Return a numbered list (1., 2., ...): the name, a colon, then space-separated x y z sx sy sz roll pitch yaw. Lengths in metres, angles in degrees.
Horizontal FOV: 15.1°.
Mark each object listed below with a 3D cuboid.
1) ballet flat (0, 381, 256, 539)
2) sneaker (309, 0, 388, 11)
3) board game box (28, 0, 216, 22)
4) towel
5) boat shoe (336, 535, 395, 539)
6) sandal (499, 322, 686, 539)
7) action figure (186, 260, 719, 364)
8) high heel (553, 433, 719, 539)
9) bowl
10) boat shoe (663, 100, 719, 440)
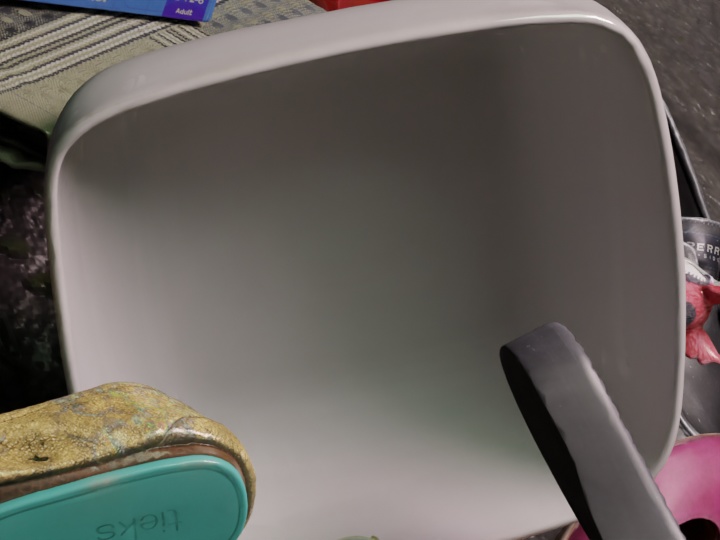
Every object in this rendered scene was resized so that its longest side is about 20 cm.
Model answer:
1. ballet flat: -0.131 0.074 0.799 0.200 0.071 0.071 -11 60 -22
2. sneaker: 0.044 -0.071 1.074 0.078 0.116 0.200 -13 64 -49
3. board game box: -0.148 -0.162 0.971 0.152 0.045 0.200 3 32 -30
4. towel: -0.132 -0.099 0.955 0.192 0.035 0.200 30 29 18
5. boat shoe: -0.017 0.110 0.834 0.201 0.073 0.063 -14 100 -37
6. sandal: 0.088 0.113 0.835 0.043 0.076 0.200 -27 76 -7
7. action figure: 0.047 -0.018 0.982 0.200 0.134 0.149 17 -4 7
8. high heel: 0.095 0.126 0.962 0.200 0.067 0.096 -23 61 -31
9. bowl: 0.000 0.000 0.879 0.200 0.200 0.075 -11 32 -6
10. boat shoe: 0.125 0.005 1.115 0.072 0.068 0.200 15 47 -34
